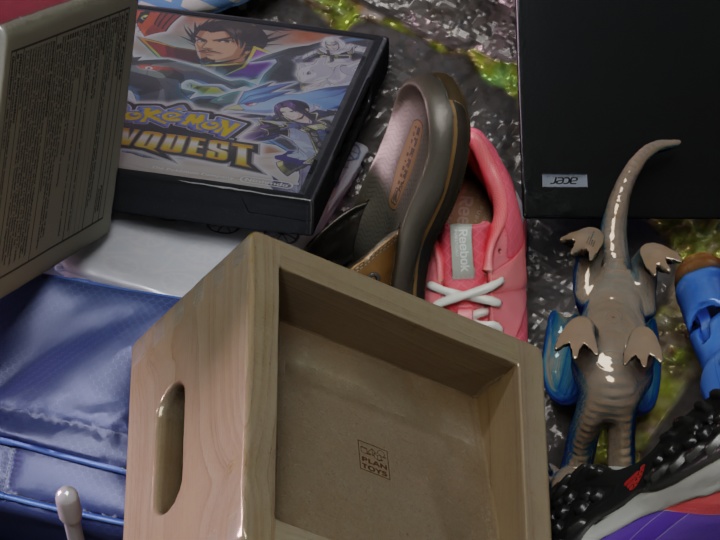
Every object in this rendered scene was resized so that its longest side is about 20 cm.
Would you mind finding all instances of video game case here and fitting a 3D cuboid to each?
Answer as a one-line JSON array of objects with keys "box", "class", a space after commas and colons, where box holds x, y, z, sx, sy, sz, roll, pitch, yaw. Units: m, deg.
[{"box": [-0.100, -0.083, 1.505, 0.199, 0.026, 0.181, 7, 31, 10], "class": "video game case"}]

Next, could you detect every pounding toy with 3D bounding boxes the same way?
[{"box": [-0.032, 0.117, 1.270, 0.184, 0.142, 0.201, 22, 47, -26], "class": "pounding toy"}]

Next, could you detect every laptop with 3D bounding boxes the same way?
[{"box": [0.143, -0.120, 1.532, 0.176, 0.104, 0.200, 0, 31, -19], "class": "laptop"}]

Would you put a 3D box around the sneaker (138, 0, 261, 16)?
[{"box": [-0.135, -0.186, 1.594, 0.199, 0.073, 0.072, 13, 59, 11], "class": "sneaker"}]

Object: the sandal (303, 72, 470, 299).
[{"box": [0.000, 0.000, 1.424, 0.054, 0.201, 0.082, 10, 15, -28], "class": "sandal"}]

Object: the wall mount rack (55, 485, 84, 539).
[{"box": [-0.179, 0.170, 1.338, 0.199, 0.075, 0.175, 1, 102, 6], "class": "wall mount rack"}]

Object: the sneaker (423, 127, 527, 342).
[{"box": [0.046, 0.019, 1.444, 0.073, 0.087, 0.201, -4, 59, 4], "class": "sneaker"}]

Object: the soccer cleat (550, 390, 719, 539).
[{"box": [0.132, 0.114, 1.294, 0.073, 0.200, 0.068, 42, 44, -12], "class": "soccer cleat"}]

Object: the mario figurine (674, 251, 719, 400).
[{"box": [0.196, 0.078, 1.394, 0.106, 0.124, 0.201, 10, 46, -7], "class": "mario figurine"}]

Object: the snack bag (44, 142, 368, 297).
[{"box": [-0.116, -0.041, 1.483, 0.199, 0.021, 0.189, 16, 34, 12], "class": "snack bag"}]

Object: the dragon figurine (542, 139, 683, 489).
[{"box": [0.118, 0.033, 1.430, 0.059, 0.100, 0.201, 6, 53, 0], "class": "dragon figurine"}]

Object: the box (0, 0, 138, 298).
[{"box": [-0.183, -0.068, 1.329, 0.108, 0.200, 0.128, 11, 103, 10], "class": "box"}]

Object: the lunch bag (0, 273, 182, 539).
[{"box": [-0.155, 0.084, 1.384, 0.199, 0.136, 0.133, 10, 64, 5], "class": "lunch bag"}]
